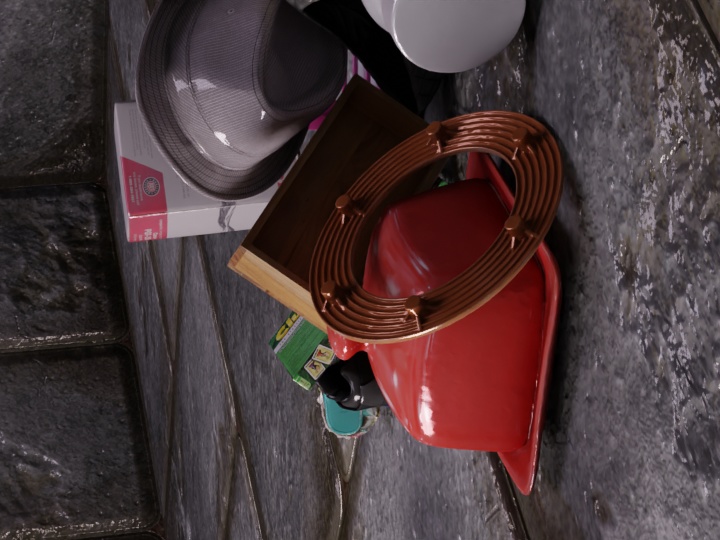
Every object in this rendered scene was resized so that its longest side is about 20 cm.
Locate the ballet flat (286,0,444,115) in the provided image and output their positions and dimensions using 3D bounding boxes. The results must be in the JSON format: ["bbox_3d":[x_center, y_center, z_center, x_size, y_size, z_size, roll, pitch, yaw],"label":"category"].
[{"bbox_3d":[0.002,-0.186,1.397,0.066,0.200,0.057,-10,60,39],"label":"ballet flat"}]

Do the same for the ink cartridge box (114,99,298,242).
[{"bbox_3d":[-0.175,-0.120,2.081,0.083,0.199,0.147,108,155,-67],"label":"ink cartridge box"}]

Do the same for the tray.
[{"bbox_3d":[-0.012,-0.052,1.394,0.200,0.098,0.037,-59,5,-36],"label":"tray"}]

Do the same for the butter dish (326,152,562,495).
[{"bbox_3d":[0.049,0.035,1.288,0.200,0.147,0.200,-114,24,-55],"label":"butter dish"}]

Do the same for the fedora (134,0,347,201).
[{"bbox_3d":[-0.076,-0.156,1.409,0.177,0.090,0.200,58,-138,-22],"label":"fedora"}]

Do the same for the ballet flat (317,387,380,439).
[{"bbox_3d":[-0.008,0.060,1.728,0.064,0.075,0.201,-33,-50,-66],"label":"ballet flat"}]

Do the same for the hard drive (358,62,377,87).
[{"bbox_3d":[0.023,-0.151,1.599,0.132,0.025,0.200,-108,19,-45],"label":"hard drive"}]

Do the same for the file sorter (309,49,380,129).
[{"bbox_3d":[-0.063,-0.193,1.605,0.200,0.138,0.126,-146,56,-74],"label":"file sorter"}]

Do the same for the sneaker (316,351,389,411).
[{"bbox_3d":[0.005,0.057,1.560,0.200,0.111,0.077,-117,25,-59],"label":"sneaker"}]

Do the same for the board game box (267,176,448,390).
[{"bbox_3d":[0.000,0.000,1.498,0.200,0.023,0.105,-53,22,4],"label":"board game box"}]

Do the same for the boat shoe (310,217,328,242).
[{"bbox_3d":[-0.018,-0.061,1.477,0.071,0.064,0.200,-47,6,29],"label":"boat shoe"}]

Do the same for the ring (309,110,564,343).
[{"bbox_3d":[0.046,-0.035,1.228,0.019,0.200,0.201,49,-169,-36],"label":"ring"}]

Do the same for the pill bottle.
[{"bbox_3d":[0.044,-0.233,1.291,0.200,0.113,0.114,-109,20,-49],"label":"pill bottle"}]
